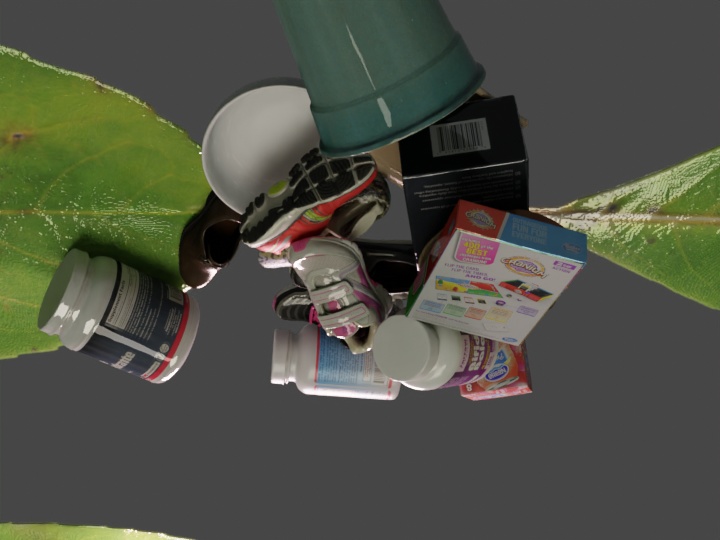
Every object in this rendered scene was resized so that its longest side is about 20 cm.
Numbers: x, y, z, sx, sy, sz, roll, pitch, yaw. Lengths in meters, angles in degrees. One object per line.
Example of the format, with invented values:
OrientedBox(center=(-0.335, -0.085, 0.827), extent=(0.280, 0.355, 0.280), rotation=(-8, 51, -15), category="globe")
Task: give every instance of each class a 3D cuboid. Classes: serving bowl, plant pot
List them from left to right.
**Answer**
OrientedBox(center=(-0.094, -0.155, 1.203), extent=(0.197, 0.066, 0.202), rotation=(-2, 131, -3), category="serving bowl")
OrientedBox(center=(0.004, -0.254, 1.026), extent=(0.198, 0.201, 0.198), rotation=(-19, 115, 19), category="plant pot")

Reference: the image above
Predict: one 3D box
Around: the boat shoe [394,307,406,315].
OrientedBox(center=(0.078, 0.098, 1.442), extent=(0.059, 0.073, 0.200), rotation=(9, 166, 23), category="boat shoe")

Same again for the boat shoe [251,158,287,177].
OrientedBox(center=(-0.090, -0.081, 1.318), extent=(0.071, 0.061, 0.202), rotation=(-18, 134, 19), category="boat shoe")

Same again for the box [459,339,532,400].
OrientedBox(center=(0.200, 0.139, 1.471), extent=(0.098, 0.097, 0.200), rotation=(-9, 169, 10), category="box")

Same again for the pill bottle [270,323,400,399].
OrientedBox(center=(-0.037, 0.139, 1.521), extent=(0.197, 0.110, 0.109), rotation=(5, 137, -6), category="pill bottle")

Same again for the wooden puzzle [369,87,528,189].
OrientedBox(center=(0.082, -0.179, 1.237), extent=(0.184, 0.038, 0.199), rotation=(28, 135, -28), category="wooden puzzle")

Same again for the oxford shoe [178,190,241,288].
OrientedBox(center=(-0.209, -0.031, 1.355), extent=(0.072, 0.085, 0.201), rotation=(14, 137, -18), category="oxford shoe")

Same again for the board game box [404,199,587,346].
OrientedBox(center=(0.151, 0.009, 1.130), extent=(0.151, 0.041, 0.201), rotation=(15, 146, -7), category="board game box")

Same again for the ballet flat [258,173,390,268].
OrientedBox(center=(-0.044, -0.052, 1.274), extent=(0.199, 0.072, 0.072), rotation=(-34, 131, 5), category="ballet flat")

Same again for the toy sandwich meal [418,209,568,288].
OrientedBox(center=(0.169, 0.001, 1.205), extent=(0.202, 0.071, 0.206), rotation=(-3, 145, -2), category="toy sandwich meal")

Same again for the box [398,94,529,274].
OrientedBox(center=(0.128, -0.101, 1.213), extent=(0.146, 0.108, 0.201), rotation=(-7, 144, 4), category="box")

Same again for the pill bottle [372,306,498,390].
OrientedBox(center=(0.098, 0.098, 1.290), extent=(0.112, 0.113, 0.199), rotation=(-27, 166, 26), category="pill bottle")

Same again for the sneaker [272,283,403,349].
OrientedBox(center=(-0.033, 0.069, 1.460), extent=(0.197, 0.088, 0.074), rotation=(6, 137, -7), category="sneaker")

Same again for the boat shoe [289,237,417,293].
OrientedBox(center=(0.000, 0.000, 1.317), extent=(0.197, 0.068, 0.073), rotation=(-2, 126, 5), category="boat shoe")

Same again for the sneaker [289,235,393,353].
OrientedBox(center=(-0.021, 0.033, 1.232), extent=(0.081, 0.089, 0.200), rotation=(-19, 136, 27), category="sneaker")

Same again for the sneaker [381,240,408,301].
OrientedBox(center=(0.022, -0.001, 1.397), extent=(0.197, 0.077, 0.086), rotation=(-13, 125, -1), category="sneaker")

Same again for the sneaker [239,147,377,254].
OrientedBox(center=(-0.056, -0.084, 1.191), extent=(0.199, 0.078, 0.085), rotation=(-29, 147, 25), category="sneaker")

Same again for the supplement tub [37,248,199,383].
OrientedBox(center=(-0.346, 0.066, 1.415), extent=(0.199, 0.141, 0.140), rotation=(27, 131, -27), category="supplement tub")
